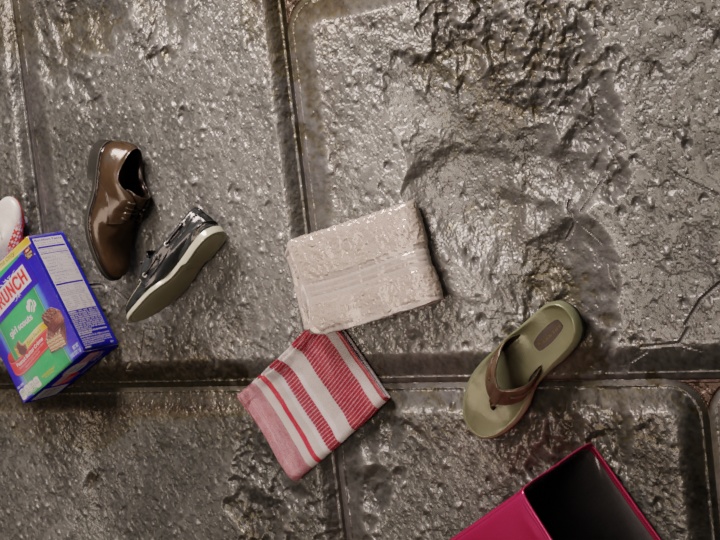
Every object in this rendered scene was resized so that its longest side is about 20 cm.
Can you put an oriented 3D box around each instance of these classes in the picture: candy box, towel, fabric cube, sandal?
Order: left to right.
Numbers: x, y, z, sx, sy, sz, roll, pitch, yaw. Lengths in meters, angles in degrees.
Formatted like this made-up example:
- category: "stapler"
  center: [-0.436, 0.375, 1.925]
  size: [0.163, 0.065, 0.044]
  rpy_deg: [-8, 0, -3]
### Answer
- category: "candy box"
  center: [-0.477, 0.069, 1.829]
  size: [0.169, 0.077, 0.200]
  rpy_deg: [-37, 75, 32]
- category: "towel"
  center: [-0.065, 0.168, 1.605]
  size: [0.200, 0.023, 0.144]
  rpy_deg: [-44, 73, 29]
- category: "towel"
  center: [0.000, 0.000, 1.520]
  size: [0.200, 0.034, 0.133]
  rpy_deg: [-19, 83, 29]
- category: "sandal"
  center: [0.178, 0.113, 1.414]
  size: [0.080, 0.057, 0.201]
  rpy_deg: [44, 118, 21]
- category: "fabric cube"
  center: [0.203, 0.342, 1.344]
  size: [0.199, 0.200, 0.196]
  rpy_deg: [-41, 75, 31]

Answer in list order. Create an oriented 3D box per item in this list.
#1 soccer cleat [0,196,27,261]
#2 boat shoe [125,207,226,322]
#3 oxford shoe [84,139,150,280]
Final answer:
- category: "soccer cleat"
  center: [-0.580, -0.028, 1.878]
  size: [0.069, 0.085, 0.200]
  rpy_deg: [46, 118, 20]
- category: "boat shoe"
  center: [-0.268, -0.010, 1.683]
  size: [0.199, 0.074, 0.066]
  rpy_deg: [-47, 69, 28]
- category: "oxford shoe"
  center: [-0.339, -0.083, 1.722]
  size: [0.084, 0.073, 0.200]
  rpy_deg: [6, 100, 31]
